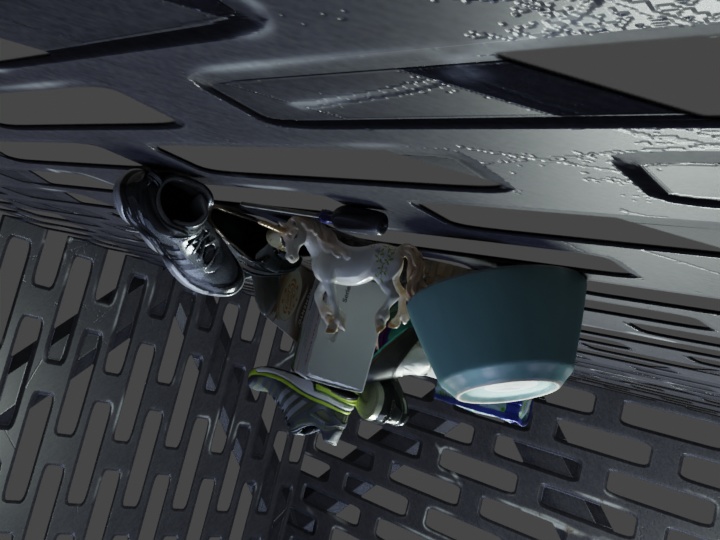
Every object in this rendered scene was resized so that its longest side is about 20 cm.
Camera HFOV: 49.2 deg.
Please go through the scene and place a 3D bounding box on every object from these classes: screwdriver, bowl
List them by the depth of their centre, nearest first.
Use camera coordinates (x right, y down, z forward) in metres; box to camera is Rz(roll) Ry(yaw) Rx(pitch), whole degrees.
[{"bbox_3d":[-0.052,-0.060,0.824,0.197,0.029,0.029,13,-157,39],"label":"screwdriver"},{"bbox_3d":[0.150,0.078,0.838,0.196,0.107,0.201,-4,159,-1],"label":"bowl"}]

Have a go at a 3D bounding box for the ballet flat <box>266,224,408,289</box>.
[{"bbox_3d":[-0.029,-0.018,0.975,0.196,0.058,0.066,14,172,14],"label":"ballet flat"}]

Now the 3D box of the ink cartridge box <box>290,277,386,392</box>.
[{"bbox_3d":[-0.032,0.083,1.092,0.082,0.148,0.200,17,173,-9],"label":"ink cartridge box"}]

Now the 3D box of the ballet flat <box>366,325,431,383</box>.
[{"bbox_3d":[0.087,0.095,1.081,0.068,0.200,0.068,40,167,22],"label":"ballet flat"}]

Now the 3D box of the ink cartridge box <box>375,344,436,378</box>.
[{"bbox_3d":[0.098,0.120,1.494,0.199,0.085,0.145,24,-163,-50],"label":"ink cartridge box"}]

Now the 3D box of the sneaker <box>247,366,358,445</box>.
[{"bbox_3d":[-0.095,0.191,1.137,0.197,0.083,0.073,11,172,41],"label":"sneaker"}]

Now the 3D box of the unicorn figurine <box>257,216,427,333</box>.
[{"bbox_3d":[-0.017,0.003,0.923,0.195,0.141,0.074,-4,-171,-6],"label":"unicorn figurine"}]

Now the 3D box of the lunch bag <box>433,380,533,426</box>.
[{"bbox_3d":[0.199,0.123,1.124,0.125,0.174,0.200,16,172,-7],"label":"lunch bag"}]

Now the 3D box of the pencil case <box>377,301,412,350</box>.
[{"bbox_3d":[0.073,0.082,1.241,0.086,0.092,0.200,53,-171,-9],"label":"pencil case"}]

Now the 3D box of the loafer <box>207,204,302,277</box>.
[{"bbox_3d":[-0.147,-0.039,1.050,0.062,0.074,0.198,0,162,46],"label":"loafer"}]

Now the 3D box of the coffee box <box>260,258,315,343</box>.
[{"bbox_3d":[-0.084,0.053,1.312,0.078,0.117,0.199,19,-177,-29],"label":"coffee box"}]

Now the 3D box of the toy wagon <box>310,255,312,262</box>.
[{"bbox_3d":[0.000,0.000,1.144,0.153,0.040,0.199,11,172,33],"label":"toy wagon"}]

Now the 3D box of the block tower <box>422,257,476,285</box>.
[{"bbox_3d":[0.142,0.030,0.989,0.196,0.055,0.058,15,173,15],"label":"block tower"}]

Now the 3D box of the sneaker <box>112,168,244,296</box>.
[{"bbox_3d":[-0.195,-0.040,0.917,0.200,0.076,0.113,47,154,-26],"label":"sneaker"}]

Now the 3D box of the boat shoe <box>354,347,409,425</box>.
[{"bbox_3d":[0.019,0.159,1.169,0.066,0.073,0.201,16,-158,-23],"label":"boat shoe"}]

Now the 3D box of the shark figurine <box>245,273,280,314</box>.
[{"bbox_3d":[-0.181,-0.046,1.148,0.212,0.129,0.090,32,154,20],"label":"shark figurine"}]
